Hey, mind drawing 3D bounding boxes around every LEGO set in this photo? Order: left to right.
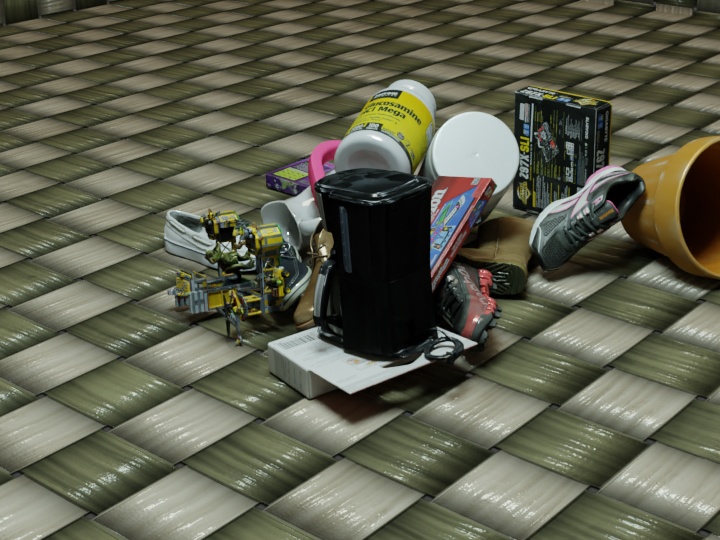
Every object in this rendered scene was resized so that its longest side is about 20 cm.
[{"bbox_3d":[-0.188,-0.003,1.668,0.115,0.155,0.200,-10,23,-29],"label":"LEGO set"}]

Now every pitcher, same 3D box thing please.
[{"bbox_3d":[-0.028,-0.091,1.893,0.199,0.122,0.171,-20,13,-26],"label":"pitcher"}]

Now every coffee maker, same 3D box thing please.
[{"bbox_3d":[0.037,-0.012,1.497,0.190,0.202,0.135,6,23,19],"label":"coffee maker"}]

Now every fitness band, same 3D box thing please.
[{"bbox_3d":[-0.002,-0.127,1.832,0.142,0.038,0.201,2,39,-16],"label":"fitness band"}]

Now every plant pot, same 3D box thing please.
[{"bbox_3d":[0.480,-0.093,1.829,0.198,0.202,0.183,-12,9,-24],"label":"plant pot"}]

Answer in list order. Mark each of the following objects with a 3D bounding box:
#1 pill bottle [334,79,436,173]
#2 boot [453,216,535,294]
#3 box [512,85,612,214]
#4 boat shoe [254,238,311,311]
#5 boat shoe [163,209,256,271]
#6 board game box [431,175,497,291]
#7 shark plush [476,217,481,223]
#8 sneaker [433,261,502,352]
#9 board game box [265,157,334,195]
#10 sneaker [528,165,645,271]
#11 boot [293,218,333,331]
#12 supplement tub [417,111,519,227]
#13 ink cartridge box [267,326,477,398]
[{"bbox_3d":[0.043,-0.193,1.808,0.111,0.113,0.201,7,37,17],"label":"pill bottle"},{"bbox_3d":[0.172,-0.026,1.827,0.173,0.067,0.200,11,23,8],"label":"boot"},{"bbox_3d":[0.320,-0.181,1.999,0.049,0.202,0.159,-23,31,-39],"label":"box"},{"bbox_3d":[-0.112,0.000,1.737,0.075,0.062,0.200,-45,20,7],"label":"boat shoe"},{"bbox_3d":[-0.218,-0.048,1.880,0.198,0.066,0.073,12,26,28],"label":"boat shoe"},{"bbox_3d":[0.094,-0.042,1.655,0.102,0.019,0.201,6,58,50],"label":"board game box"},{"bbox_3d":[0.110,-0.074,1.842,0.083,0.092,0.200,12,-25,-30],"label":"shark plush"},{"bbox_3d":[0.128,0.041,1.622,0.097,0.071,0.201,24,20,-8],"label":"sneaker"},{"bbox_3d":[-0.054,-0.150,2.164,0.199,0.033,0.120,19,34,38],"label":"board game box"},{"bbox_3d":[0.326,-0.080,1.787,0.200,0.080,0.086,-46,17,-11],"label":"sneaker"},{"bbox_3d":[-0.050,-0.004,1.638,0.073,0.076,0.201,-18,31,38],"label":"boot"},{"bbox_3d":[0.153,-0.141,1.840,0.130,0.133,0.200,-4,-11,-6],"label":"supplement tub"},{"bbox_3d":[0.014,0.107,1.532,0.199,0.045,0.176,-17,27,-32],"label":"ink cartridge box"}]
